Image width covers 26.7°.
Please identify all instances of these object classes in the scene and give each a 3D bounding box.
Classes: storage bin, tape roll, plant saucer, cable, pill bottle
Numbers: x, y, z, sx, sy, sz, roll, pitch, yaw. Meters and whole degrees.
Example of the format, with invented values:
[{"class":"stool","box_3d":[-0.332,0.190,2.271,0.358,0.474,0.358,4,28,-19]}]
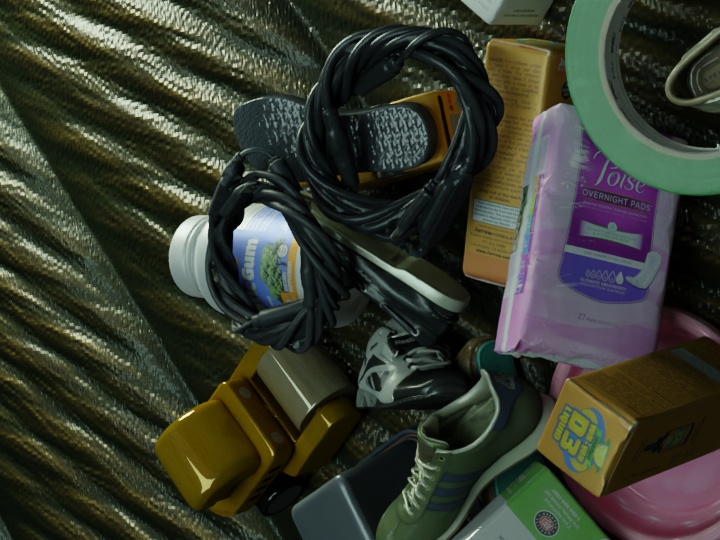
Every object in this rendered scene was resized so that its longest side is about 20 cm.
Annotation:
[{"class":"storage bin","box_3d":[0.039,0.254,1.384,0.145,0.134,0.202,-39,73,37]},{"class":"tape roll","box_3d":[0.249,-0.157,1.098,0.198,0.048,0.203,4,99,23]},{"class":"plant saucer","box_3d":[0.248,0.126,1.239,0.199,0.051,0.203,8,103,39]},{"class":"cable","box_3d":[-0.077,-0.005,1.344,0.163,0.051,0.201,46,141,15]},{"class":"cable","box_3d":[0.031,-0.120,1.254,0.163,0.051,0.201,36,124,17]},{"class":"pill bottle","box_3d":[-0.090,-0.008,1.469,0.198,0.111,0.114,4,99,40]}]

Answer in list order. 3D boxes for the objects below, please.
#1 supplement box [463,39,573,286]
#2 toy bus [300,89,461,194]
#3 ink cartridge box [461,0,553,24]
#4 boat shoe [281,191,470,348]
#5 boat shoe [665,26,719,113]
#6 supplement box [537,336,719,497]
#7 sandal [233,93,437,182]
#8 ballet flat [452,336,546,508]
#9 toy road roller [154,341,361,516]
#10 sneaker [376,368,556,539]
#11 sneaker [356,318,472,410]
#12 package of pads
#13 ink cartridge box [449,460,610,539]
[{"class":"supplement box","box_3d":[0.139,-0.091,1.280,0.068,0.066,0.203,14,106,38]},{"class":"toy bus","box_3d":[0.011,-0.111,1.388,0.199,0.078,0.066,-13,89,41]},{"class":"ink cartridge box","box_3d":[0.128,-0.327,1.250,0.145,0.084,0.201,45,123,26]},{"class":"boat shoe","box_3d":[0.001,0.000,1.335,0.198,0.074,0.067,31,110,13]},{"class":"boat shoe","box_3d":[0.315,-0.177,1.125,0.199,0.065,0.073,-31,77,39]},{"class":"supplement box","box_3d":[0.215,0.102,1.099,0.069,0.199,0.067,35,117,30]},{"class":"sandal","box_3d":[-0.022,-0.116,1.339,0.198,0.043,0.077,7,108,25]},{"class":"ballet flat","box_3d":[0.121,0.160,1.352,0.072,0.067,0.203,-24,80,60]},{"class":"toy road roller","box_3d":[-0.109,0.158,1.487,0.123,0.145,0.201,50,125,22]},{"class":"sneaker","box_3d":[0.069,0.157,1.270,0.200,0.090,0.067,-45,39,13]},{"class":"sneaker","box_3d":[0.042,0.082,1.360,0.200,0.073,0.090,172,100,-68]},{"class":"package of pads","box_3d":[0.182,-0.019,1.185,0.076,0.119,0.203,153,130,-74]},{"class":"ink cartridge box","box_3d":[0.124,0.280,1.260,0.200,0.084,0.146,-41,88,-1]}]
